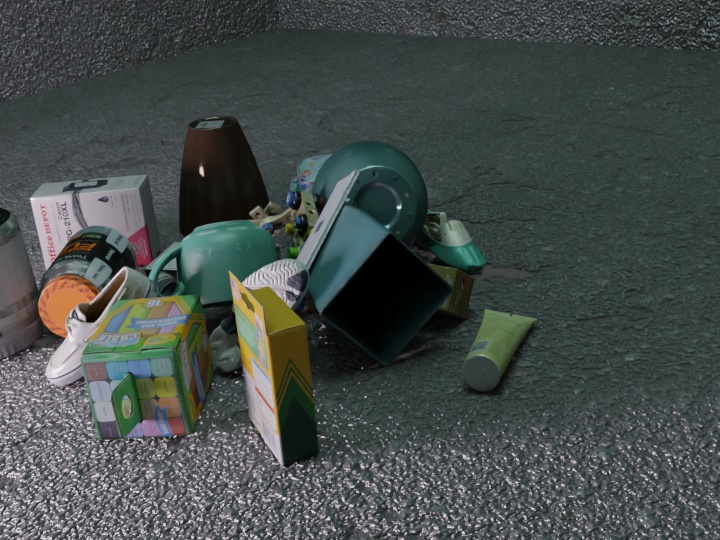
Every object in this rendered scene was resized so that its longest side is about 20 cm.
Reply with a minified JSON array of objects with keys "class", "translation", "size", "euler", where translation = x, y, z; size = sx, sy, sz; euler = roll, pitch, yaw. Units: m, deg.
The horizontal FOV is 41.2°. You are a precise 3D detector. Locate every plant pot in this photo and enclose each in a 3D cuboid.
[{"class":"plant pot","translation":[0.000,0.000,1.338],"size":[0.142,0.141,0.200],"euler":[-48,34,4]},{"class":"plant pot","translation":[0.020,-0.108,1.547],"size":[0.197,0.204,0.161],"euler":[-7,7,-4]},{"class":"plant pot","translation":[-0.271,-0.185,1.837],"size":[0.184,0.203,0.187],"euler":[-5,23,2]}]

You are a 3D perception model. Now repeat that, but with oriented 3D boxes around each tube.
[{"class":"tube","translation":[0.185,0.097,1.289],"size":[0.052,0.058,0.200],"euler":[-42,3,28]}]

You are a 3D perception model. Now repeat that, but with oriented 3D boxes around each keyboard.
[{"class":"keyboard","translation":[-0.053,-0.064,1.361],"size":[0.056,0.011,0.202],"euler":[-33,26,52]}]

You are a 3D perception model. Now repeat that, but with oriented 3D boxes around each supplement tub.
[{"class":"supplement tub","translation":[-0.428,0.018,1.501],"size":[0.120,0.124,0.201],"euler":[-5,23,1]}]

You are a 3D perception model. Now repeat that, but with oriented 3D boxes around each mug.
[{"class":"mug","translation":[-0.204,-0.009,1.401],"size":[0.150,0.116,0.184],"euler":[-10,-4,30]}]

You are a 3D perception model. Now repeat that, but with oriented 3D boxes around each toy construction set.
[{"class":"toy construction set","translation":[-0.102,-0.046,1.494],"size":[0.091,0.132,0.201],"euler":[-2,41,-33]}]

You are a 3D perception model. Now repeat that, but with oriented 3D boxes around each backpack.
[{"class":"backpack","translation":[-0.044,-0.134,1.751],"size":[0.175,0.153,0.200],"euler":[-10,19,-7]}]

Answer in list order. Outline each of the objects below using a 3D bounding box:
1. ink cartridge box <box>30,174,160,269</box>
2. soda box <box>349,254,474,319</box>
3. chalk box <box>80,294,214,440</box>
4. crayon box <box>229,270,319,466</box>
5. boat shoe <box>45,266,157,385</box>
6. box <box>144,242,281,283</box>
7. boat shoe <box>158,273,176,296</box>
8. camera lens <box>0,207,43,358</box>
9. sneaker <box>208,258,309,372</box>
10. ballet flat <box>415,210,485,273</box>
[{"class":"ink cartridge box","translation":[-0.472,-0.084,1.716],"size":[0.196,0.147,0.085],"euler":[-5,23,2]},{"class":"soda box","translation":[0.067,0.019,1.434],"size":[0.198,0.065,0.067],"euler":[12,-6,33]},{"class":"chalk box","translation":[-0.268,0.130,1.208],"size":[0.122,0.126,0.201],"euler":[-4,24,4]},{"class":"crayon box","translation":[-0.101,0.107,1.124],"size":[0.051,0.203,0.126],"euler":[-14,25,-21]},{"class":"boat shoe","translation":[-0.370,0.073,1.312],"size":[0.200,0.070,0.071],"euler":[-41,42,7]},{"class":"box","translation":[-0.238,0.004,1.572],"size":[0.197,0.061,0.117],"euler":[2,24,15]},{"class":"boat shoe","translation":[-0.296,0.075,1.422],"size":[0.091,0.076,0.201],"euler":[8,34,14]},{"class":"camera lens","translation":[-0.571,0.015,1.430],"size":[0.157,0.203,0.160],"euler":[-7,24,3]},{"class":"sneaker","translation":[-0.116,0.052,1.322],"size":[0.079,0.200,0.129],"euler":[41,26,14]},{"class":"ballet flat","translation":[0.142,-0.058,1.618],"size":[0.066,0.071,0.200],"euler":[-15,25,-22]}]
